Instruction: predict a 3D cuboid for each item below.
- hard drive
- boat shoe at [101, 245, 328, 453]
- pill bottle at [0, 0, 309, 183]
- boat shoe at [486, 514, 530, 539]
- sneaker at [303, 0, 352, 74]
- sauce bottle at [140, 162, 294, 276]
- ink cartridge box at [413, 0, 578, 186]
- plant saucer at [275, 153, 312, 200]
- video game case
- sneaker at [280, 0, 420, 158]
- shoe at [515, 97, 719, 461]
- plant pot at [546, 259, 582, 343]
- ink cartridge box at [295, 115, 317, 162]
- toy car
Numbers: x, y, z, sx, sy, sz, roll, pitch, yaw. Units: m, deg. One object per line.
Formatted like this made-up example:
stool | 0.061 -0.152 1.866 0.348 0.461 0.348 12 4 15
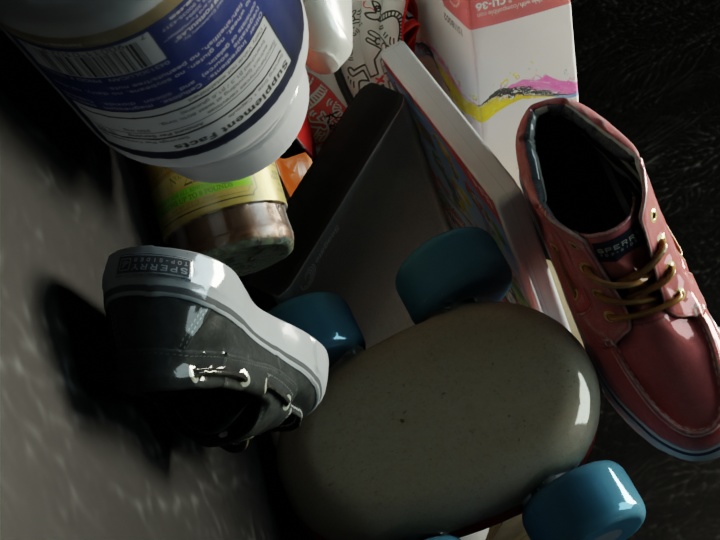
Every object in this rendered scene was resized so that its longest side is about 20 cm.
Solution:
hard drive | 0.000 0.000 1.157 0.140 0.033 0.200 -58 155 -19
boat shoe | -0.063 0.045 0.824 0.200 0.068 0.057 50 41 -68
pill bottle | -0.084 -0.110 0.818 0.200 0.111 0.111 56 17 -67
boat shoe | 0.062 0.157 1.232 0.200 0.069 0.074 127 -28 -48
sneaker | -0.027 -0.201 1.078 0.076 0.080 0.201 60 15 -66
sauce bottle | -0.088 -0.096 0.961 0.065 0.065 0.201 43 28 -76
ink cartridge box | 0.079 -0.119 1.193 0.117 0.067 0.201 -125 -158 -55
plant saucer | -0.071 -0.110 1.255 0.200 0.032 0.201 -18 90 -83
video game case | 0.075 -0.024 1.143 0.143 0.017 0.200 56 -6 40
sneaker | -0.028 -0.176 1.186 0.067 0.108 0.202 43 29 -76
shoe | 0.137 0.005 1.023 0.201 0.071 0.091 64 4 16
plant pot | 0.064 0.059 1.363 0.134 0.201 0.200 35 8 1
ink cartridge box | -0.089 -0.154 1.079 0.116 0.067 0.201 48 25 -73
toy car | 0.044 0.114 1.093 0.200 0.176 0.185 86 -21 -64
